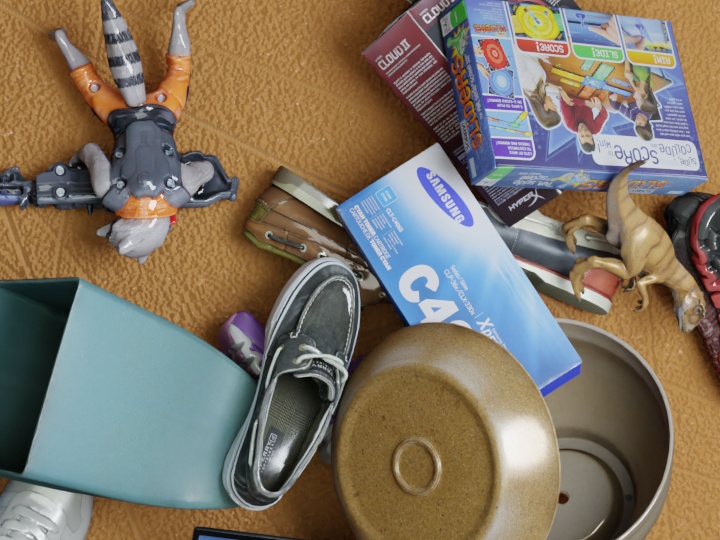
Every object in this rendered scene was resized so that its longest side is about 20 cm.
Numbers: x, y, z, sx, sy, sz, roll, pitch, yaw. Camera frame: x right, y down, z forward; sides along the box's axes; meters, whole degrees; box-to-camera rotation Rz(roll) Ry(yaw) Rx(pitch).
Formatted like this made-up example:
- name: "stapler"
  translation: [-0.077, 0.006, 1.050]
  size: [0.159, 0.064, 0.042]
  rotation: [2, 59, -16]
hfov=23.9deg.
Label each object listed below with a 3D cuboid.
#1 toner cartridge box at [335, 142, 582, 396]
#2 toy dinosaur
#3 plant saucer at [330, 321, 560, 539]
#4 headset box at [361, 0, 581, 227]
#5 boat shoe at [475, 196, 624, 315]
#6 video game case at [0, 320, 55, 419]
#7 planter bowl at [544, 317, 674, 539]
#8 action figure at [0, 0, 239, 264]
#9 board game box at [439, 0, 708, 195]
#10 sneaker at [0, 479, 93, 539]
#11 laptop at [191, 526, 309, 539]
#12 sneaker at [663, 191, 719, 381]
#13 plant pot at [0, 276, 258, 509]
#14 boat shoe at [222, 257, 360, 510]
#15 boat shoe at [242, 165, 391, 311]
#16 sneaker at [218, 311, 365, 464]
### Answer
- name: "toner cartridge box"
  translation: [0.073, 0.014, 1.273]
  size: [0.095, 0.043, 0.201]
  rotation: [-32, 76, -4]
- name: "toy dinosaur"
  translation: [0.202, -0.028, 1.287]
  size: [0.106, 0.061, 0.200]
  rotation: [-14, 138, 26]
- name: "plant saucer"
  translation: [0.049, 0.138, 1.221]
  size: [0.199, 0.035, 0.202]
  rotation: [1, 92, 36]
- name: "headset box"
  translation: [0.108, -0.160, 1.319]
  size: [0.200, 0.075, 0.149]
  rotation: [49, 54, -5]
- name: "boat shoe"
  translation: [0.121, -0.032, 1.356]
  size: [0.199, 0.071, 0.063]
  rotation: [25, 82, -8]
- name: "video game case"
  translation: [-0.364, 0.070, 1.287]
  size: [0.199, 0.045, 0.182]
  rotation: [36, 68, -4]
- name: "planter bowl"
  translation: [0.147, 0.156, 1.310]
  size: [0.198, 0.135, 0.202]
  rotation: [-7, 60, 12]
- name: "action figure"
  translation: [-0.196, -0.100, 1.307]
  size: [0.198, 0.105, 0.195]
  rotation: [-10, 82, -8]
- name: "board game box"
  translation: [0.160, -0.127, 1.267]
  size: [0.199, 0.034, 0.136]
  rotation: [2, 69, -31]
- name: "sneaker"
  translation: [-0.266, 0.228, 1.313]
  size: [0.076, 0.081, 0.201]
  rotation: [27, 87, -4]
- name: "laptop"
  translation: [-0.057, 0.301, 1.325]
  size: [0.176, 0.103, 0.202]
  rotation: [8, 90, -6]
- name: "sneaker"
  translation: [0.292, 0.020, 1.376]
  size: [0.071, 0.098, 0.202]
  rotation: [-29, 117, -17]
- name: "plant pot"
  translation: [-0.178, 0.104, 1.268]
  size: [0.199, 0.141, 0.142]
  rotation: [23, 75, -35]
- name: "boat shoe"
  translation: [-0.038, 0.083, 1.259]
  size: [0.072, 0.071, 0.201]
  rotation: [24, 73, -22]
- name: "boat shoe"
  translation: [0.000, 0.000, 1.348]
  size: [0.199, 0.072, 0.068]
  rotation: [34, 89, 5]
- name: "sneaker"
  translation: [-0.022, 0.095, 1.343]
  size: [0.200, 0.080, 0.089]
  rotation: [42, 74, -3]
